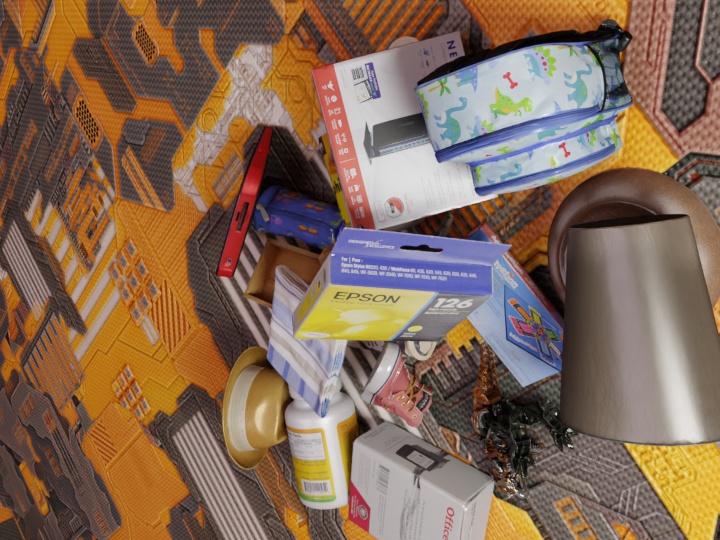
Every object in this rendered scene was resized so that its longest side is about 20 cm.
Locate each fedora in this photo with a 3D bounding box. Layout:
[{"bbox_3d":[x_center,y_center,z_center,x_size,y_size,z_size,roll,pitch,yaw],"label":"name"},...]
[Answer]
[{"bbox_3d":[-0.150,0.222,1.180,0.081,0.201,0.202,-2,102,21],"label":"fedora"}]

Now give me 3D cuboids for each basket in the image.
[{"bbox_3d":[0.272,0.050,0.715,0.180,0.136,0.201,0,99,48],"label":"basket"}]

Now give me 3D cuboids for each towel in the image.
[{"bbox_3d":[-0.081,0.102,1.019,0.147,0.024,0.201,41,139,27],"label":"towel"}]

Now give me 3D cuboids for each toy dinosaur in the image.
[{"bbox_3d":[0.180,0.199,0.921,0.200,0.102,0.136,55,158,-19],"label":"toy dinosaur"},{"bbox_3d":[0.071,-0.014,0.957,0.088,0.048,0.200,41,145,-23],"label":"toy dinosaur"}]

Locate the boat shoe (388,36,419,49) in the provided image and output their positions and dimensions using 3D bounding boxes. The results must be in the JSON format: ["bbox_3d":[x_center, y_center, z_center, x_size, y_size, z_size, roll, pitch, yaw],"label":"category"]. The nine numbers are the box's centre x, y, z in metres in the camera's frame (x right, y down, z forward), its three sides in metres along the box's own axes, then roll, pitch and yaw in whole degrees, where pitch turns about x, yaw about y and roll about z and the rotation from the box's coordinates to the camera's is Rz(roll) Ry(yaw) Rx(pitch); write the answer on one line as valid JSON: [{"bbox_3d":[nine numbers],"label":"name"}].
[{"bbox_3d":[0.082,-0.193,0.926,0.062,0.072,0.201,-127,17,-82],"label":"boat shoe"}]

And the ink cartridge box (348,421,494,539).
[{"bbox_3d":[0.084,0.333,1.053,0.199,0.083,0.146,21,116,36],"label":"ink cartridge box"}]

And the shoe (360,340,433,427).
[{"bbox_3d":[0.056,0.155,0.978,0.091,0.072,0.200,26,160,5],"label":"shoe"}]

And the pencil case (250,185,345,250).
[{"bbox_3d":[-0.076,-0.071,1.077,0.199,0.087,0.079,20,98,36],"label":"pencil case"}]

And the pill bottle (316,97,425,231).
[{"bbox_3d":[0.009,-0.144,0.959,0.109,0.109,0.201,-17,91,44],"label":"pill bottle"}]

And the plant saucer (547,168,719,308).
[{"bbox_3d":[0.287,-0.009,0.795,0.200,0.037,0.202,14,111,39],"label":"plant saucer"}]

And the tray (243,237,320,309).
[{"bbox_3d":[-0.083,0.023,1.069,0.199,0.037,0.099,19,83,43],"label":"tray"}]

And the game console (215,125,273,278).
[{"bbox_3d":[-0.179,-0.104,1.125,0.177,0.031,0.201,-91,21,-54],"label":"game console"}]

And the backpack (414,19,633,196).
[{"bbox_3d":[0.167,-0.159,0.745,0.182,0.199,0.148,-12,95,43],"label":"backpack"}]

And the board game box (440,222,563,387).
[{"bbox_3d":[0.176,0.045,0.884,0.200,0.019,0.103,51,134,-4],"label":"board game box"}]

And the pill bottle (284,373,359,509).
[{"bbox_3d":[-0.058,0.256,1.142,0.111,0.111,0.201,-1,102,43],"label":"pill bottle"}]

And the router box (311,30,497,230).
[{"bbox_3d":[0.052,-0.162,0.871,0.049,0.178,0.201,-120,14,-82],"label":"router box"}]

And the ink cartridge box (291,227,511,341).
[{"bbox_3d":[0.042,0.027,0.828,0.200,0.196,0.047,128,142,-57],"label":"ink cartridge box"}]

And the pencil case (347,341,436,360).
[{"bbox_3d":[0.022,0.072,1.033,0.199,0.078,0.090,6,135,42],"label":"pencil case"}]

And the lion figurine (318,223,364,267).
[{"bbox_3d":[0.000,0.000,0.900,0.122,0.200,0.073,-5,59,29],"label":"lion figurine"}]
